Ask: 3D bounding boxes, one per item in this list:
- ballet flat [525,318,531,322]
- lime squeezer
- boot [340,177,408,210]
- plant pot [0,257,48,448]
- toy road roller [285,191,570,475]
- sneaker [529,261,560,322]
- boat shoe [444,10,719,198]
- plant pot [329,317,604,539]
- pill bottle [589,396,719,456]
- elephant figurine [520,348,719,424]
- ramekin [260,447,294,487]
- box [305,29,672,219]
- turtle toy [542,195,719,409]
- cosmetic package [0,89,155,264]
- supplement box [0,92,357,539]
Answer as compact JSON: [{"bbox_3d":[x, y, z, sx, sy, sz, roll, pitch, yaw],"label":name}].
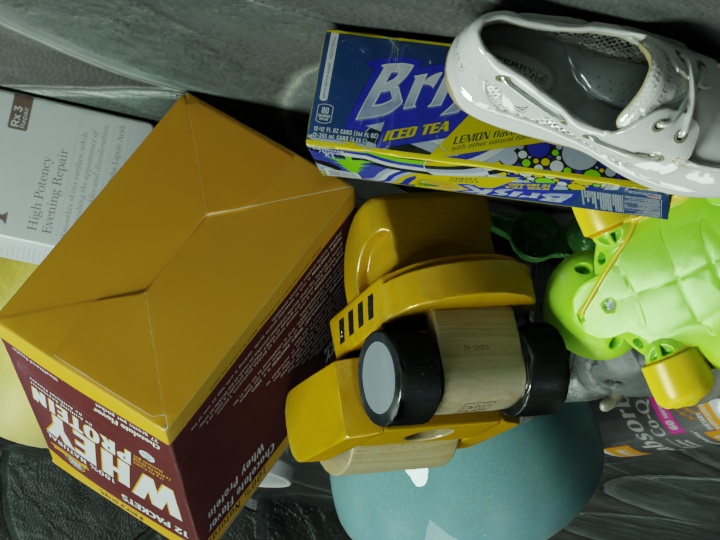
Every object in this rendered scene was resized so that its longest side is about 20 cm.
[{"bbox_3d":[0.195,0.063,1.692,0.067,0.047,0.199,18,165,-38],"label":"ballet flat"},{"bbox_3d":[0.133,-0.035,1.374,0.199,0.038,0.071,3,134,32],"label":"lime squeezer"},{"bbox_3d":[0.000,0.000,1.436,0.073,0.096,0.200,23,168,6],"label":"boot"},{"bbox_3d":[-0.222,0.012,1.550,0.199,0.201,0.142,15,141,-22],"label":"plant pot"},{"bbox_3d":[0.035,0.037,1.277,0.122,0.147,0.200,-2,162,-25],"label":"toy road roller"},{"bbox_3d":[0.181,0.023,1.492,0.080,0.077,0.200,-8,178,-18],"label":"sneaker"},{"bbox_3d":[0.143,-0.086,1.037,0.199,0.071,0.069,12,168,-4],"label":"boat shoe"},{"bbox_3d":[0.064,0.092,1.446,0.199,0.200,0.135,4,128,26],"label":"plant pot"},{"bbox_3d":[0.225,0.080,1.547,0.116,0.117,0.199,20,157,-37],"label":"pill bottle"},{"bbox_3d":[0.202,0.036,1.311,0.199,0.156,0.141,-3,-164,-30],"label":"elephant figurine"},{"bbox_3d":[-0.167,0.175,2.323,0.199,0.106,0.200,9,167,2],"label":"ramekin"},{"bbox_3d":[0.075,-0.079,1.119,0.199,0.071,0.064,8,168,9],"label":"box"},{"bbox_3d":[0.189,0.000,1.199,0.199,0.146,0.101,-23,180,31],"label":"turtle toy"},{"bbox_3d":[-0.244,-0.065,1.364,0.199,0.102,0.074,11,167,-11],"label":"cosmetic package"},{"bbox_3d":[-0.106,0.039,1.309,0.132,0.198,0.200,30,156,18],"label":"supplement box"}]
